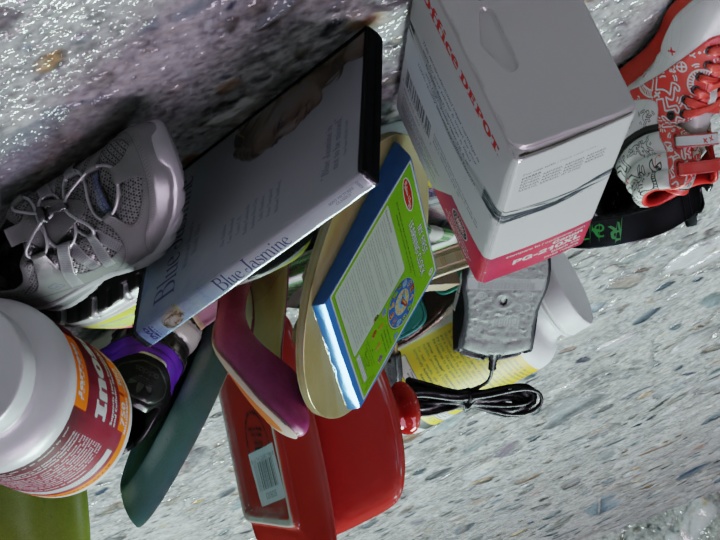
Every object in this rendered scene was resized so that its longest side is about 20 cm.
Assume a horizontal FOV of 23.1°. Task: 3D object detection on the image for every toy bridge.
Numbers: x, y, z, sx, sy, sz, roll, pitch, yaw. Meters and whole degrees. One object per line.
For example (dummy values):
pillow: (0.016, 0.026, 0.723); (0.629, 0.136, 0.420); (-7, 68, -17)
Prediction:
toy bridge: (0.055, 0.003, 1.384); (0.199, 0.027, 0.067); (-25, 168, 28)

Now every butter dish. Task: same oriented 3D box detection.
butter dish: (-0.021, 0.125, 1.423); (0.147, 0.202, 0.200); (-11, 179, -22)

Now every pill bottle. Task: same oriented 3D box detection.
pill bottle: (-0.228, 0.083, 1.158); (0.112, 0.114, 0.200); (-24, 164, 3)
pill bottle: (0.104, 0.056, 1.590); (0.199, 0.113, 0.112); (-29, 160, 18)

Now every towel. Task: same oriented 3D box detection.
towel: (0.000, 0.000, 1.399); (0.151, 0.024, 0.200); (-23, 168, 19)

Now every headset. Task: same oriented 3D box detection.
headset: (0.225, -0.053, 1.422); (0.123, 0.095, 0.200); (0, -156, 36)

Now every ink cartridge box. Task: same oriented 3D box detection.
ink cartridge box: (0.091, -0.102, 1.101); (0.084, 0.146, 0.200); (-21, 161, -10)

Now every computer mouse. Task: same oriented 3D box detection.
computer mouse: (0.085, 0.038, 1.469); (0.139, 0.046, 0.201); (-3, 127, -2)

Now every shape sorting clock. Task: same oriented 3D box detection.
shape sorting clock: (0.001, 0.003, 1.210); (0.200, 0.039, 0.201); (-48, 148, -43)

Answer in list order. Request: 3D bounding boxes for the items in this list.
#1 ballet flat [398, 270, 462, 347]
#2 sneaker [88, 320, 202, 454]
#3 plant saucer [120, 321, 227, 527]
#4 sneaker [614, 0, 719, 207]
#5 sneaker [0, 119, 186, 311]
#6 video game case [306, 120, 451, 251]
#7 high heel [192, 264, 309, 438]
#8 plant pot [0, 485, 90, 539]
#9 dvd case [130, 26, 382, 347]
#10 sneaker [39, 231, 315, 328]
ballet flat: (0.061, 0.020, 1.519); (0.199, 0.069, 0.067); (-27, 164, 16)
sneaker: (-0.189, 0.101, 1.351); (0.069, 0.100, 0.200); (26, 151, -9)
plant saucer: (-0.143, 0.104, 1.389); (0.027, 0.201, 0.200); (27, 144, -10)
sneaker: (0.245, -0.126, 1.270); (0.067, 0.109, 0.201); (-9, 156, -35)
sneaker: (-0.180, -0.025, 1.105); (0.082, 0.075, 0.200); (-5, 154, -44)
video game case: (0.041, -0.067, 1.330); (0.198, 0.023, 0.182); (-14, 159, -23)
high heel: (-0.059, 0.037, 1.244); (0.096, 0.200, 0.068); (-35, 126, -4)
plant pot: (-0.290, 0.182, 1.353); (0.199, 0.194, 0.201); (-20, 161, -8)
dvd case: (-0.064, -0.052, 1.092); (0.199, 0.143, 0.018); (-35, 124, 29)
sneaker: (-0.123, -0.008, 1.229); (0.198, 0.079, 0.090); (-15, 163, 10)
